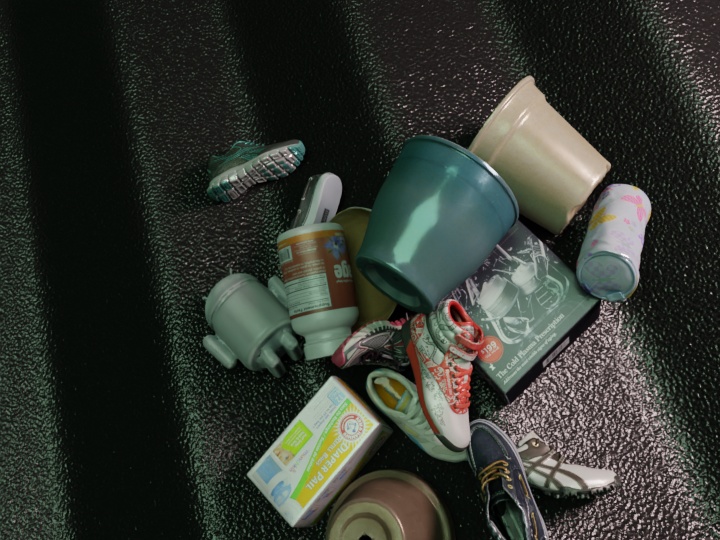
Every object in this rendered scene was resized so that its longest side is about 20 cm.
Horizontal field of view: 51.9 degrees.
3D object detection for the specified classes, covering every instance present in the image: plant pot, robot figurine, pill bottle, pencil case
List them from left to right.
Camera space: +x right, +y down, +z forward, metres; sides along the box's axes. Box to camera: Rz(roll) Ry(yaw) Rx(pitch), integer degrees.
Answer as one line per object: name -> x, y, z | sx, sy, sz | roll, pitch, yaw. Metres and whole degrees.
robot figurine -> -0.182, 0.085, 1.230 | 0.169, 0.114, 0.200 | -40, 66, -16
pill bottle -> -0.063, 0.035, 1.175 | 0.110, 0.112, 0.204 | -12, 84, 11
plant pot -> 0.000, 0.000, 1.207 | 0.198, 0.027, 0.205 | 4, 96, 43
plant pot -> 0.029, 0.381, 1.044 | 0.196, 0.175, 0.205 | -4, 71, 13
plant pot -> 0.093, -0.052, 1.053 | 0.198, 0.201, 0.189 | 29, 73, 22
plant pot -> 0.275, -0.161, 1.151 | 0.183, 0.201, 0.201 | 39, 86, 11
pencil case -> 0.374, -0.044, 1.079 | 0.091, 0.083, 0.201 | 44, 43, -12

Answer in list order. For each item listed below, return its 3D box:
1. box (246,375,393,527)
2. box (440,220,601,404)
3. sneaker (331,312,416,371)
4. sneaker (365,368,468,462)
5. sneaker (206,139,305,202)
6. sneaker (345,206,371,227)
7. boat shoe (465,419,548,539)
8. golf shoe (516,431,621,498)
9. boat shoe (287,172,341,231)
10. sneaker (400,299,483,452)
box -> -0.058, 0.279, 1.139 | 0.112, 0.101, 0.201 | 39, 86, 23
box -> 0.230, 0.062, 1.125 | 0.200, 0.104, 0.182 | -44, 66, -1
sneaker -> 0.042, 0.118, 1.119 | 0.081, 0.198, 0.076 | -45, 63, 41
sneaker -> 0.088, 0.222, 1.127 | 0.198, 0.081, 0.077 | 31, 81, 21
sneaker -> -0.198, -0.205, 1.351 | 0.197, 0.078, 0.093 | -21, 64, 7
sneaker -> 0.035, -0.023, 1.225 | 0.198, 0.074, 0.120 | 28, 85, 23
boat shoe -> 0.189, 0.287, 1.004 | 0.070, 0.091, 0.202 | -33, 57, 13
golf shoe -> 0.270, 0.278, 1.060 | 0.196, 0.078, 0.097 | -2, 72, 14
boat shoe -> -0.094, -0.075, 1.286 | 0.065, 0.069, 0.204 | 10, 81, 42
sneaker -> 0.132, 0.143, 1.043 | 0.107, 0.067, 0.205 | -34, 65, 36
